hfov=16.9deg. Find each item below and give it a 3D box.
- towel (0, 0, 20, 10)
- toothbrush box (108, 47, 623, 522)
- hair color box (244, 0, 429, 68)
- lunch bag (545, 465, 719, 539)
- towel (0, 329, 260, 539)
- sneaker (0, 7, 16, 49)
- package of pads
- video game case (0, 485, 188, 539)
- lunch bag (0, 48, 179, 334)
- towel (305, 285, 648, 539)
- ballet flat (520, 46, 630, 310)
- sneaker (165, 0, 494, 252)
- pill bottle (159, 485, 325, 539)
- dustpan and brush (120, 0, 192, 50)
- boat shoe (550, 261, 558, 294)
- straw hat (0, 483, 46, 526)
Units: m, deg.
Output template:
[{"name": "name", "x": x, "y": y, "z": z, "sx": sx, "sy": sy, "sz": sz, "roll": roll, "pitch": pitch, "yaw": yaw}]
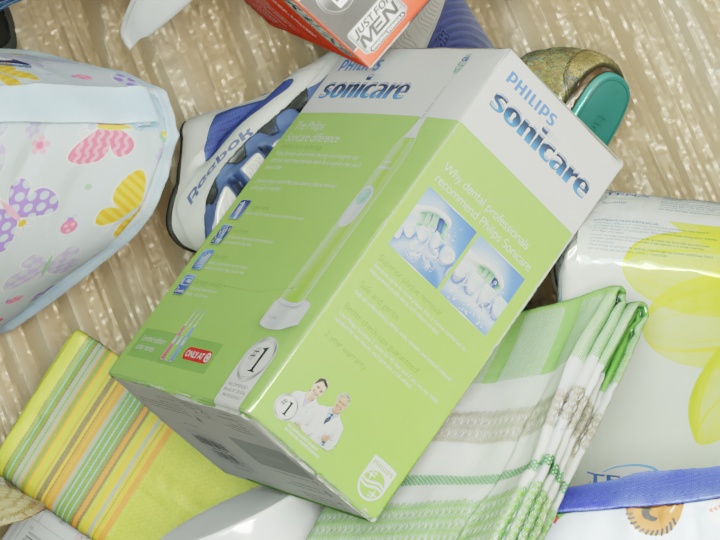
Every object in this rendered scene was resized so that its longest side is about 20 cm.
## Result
[{"name": "towel", "x": -0.195, "y": -0.162, "z": 1.204, "sx": 0.200, "sy": 0.049, "sz": 0.112, "roll": -20, "pitch": 35, "yaw": 14}, {"name": "toothbrush box", "x": 0.000, "y": 0.000, "z": 1.091, "sx": 0.086, "sy": 0.146, "sz": 0.200, "roll": 42, "pitch": 74, "yaw": -26}, {"name": "hair color box", "x": -0.009, "y": -0.164, "z": 1.185, "sx": 0.061, "sy": 0.200, "sz": 0.102, "roll": 41, "pitch": 89, "yaw": -18}, {"name": "lunch bag", "x": 0.145, "y": 0.168, "z": 1.068, "sx": 0.170, "sy": 0.200, "sz": 0.124, "roll": -7, "pitch": 39, "yaw": 13}, {"name": "towel", "x": -0.086, "y": 0.117, "z": 1.214, "sx": 0.200, "sy": 0.018, "sz": 0.086, "roll": 33, "pitch": 92, "yaw": 14}, {"name": "sneaker", "x": -0.263, "y": -0.173, "z": 1.297, "sx": 0.073, "sy": 0.082, "sz": 0.200, "roll": -43, "pitch": 75, "yaw": -1}, {"name": "package of pads", "x": 0.165, "y": 0.062, "z": 1.117, "sx": 0.154, "sy": 0.068, "sz": 0.200, "roll": 7, "pitch": 124, "yaw": 12}, {"name": "video game case", "x": -0.088, "y": 0.154, "z": 1.226, "sx": 0.182, "sy": 0.024, "sz": 0.200, "roll": 32, "pitch": 86, "yaw": 15}, {"name": "lunch bag", "x": -0.206, "y": -0.046, "z": 1.176, "sx": 0.200, "sy": 0.170, "sz": 0.127, "roll": -31, "pitch": 71, "yaw": 44}, {"name": "towel", "x": 0.030, "y": 0.093, "z": 1.034, "sx": 0.149, "sy": 0.031, "sz": 0.200, "roll": -11, "pitch": 42, "yaw": 49}, {"name": "ballet flat", "x": 0.065, "y": -0.024, "z": 1.215, "sx": 0.071, "sy": 0.071, "sz": 0.200, "roll": 27, "pitch": 86, "yaw": 15}, {"name": "sneaker", "x": -0.031, "y": -0.073, "z": 1.223, "sx": 0.199, "sy": 0.081, "sz": 0.115, "roll": -43, "pitch": 28, "yaw": -25}, {"name": "pill bottle", "x": -0.020, "y": 0.202, "z": 1.128, "sx": 0.112, "sy": 0.112, "sz": 0.200, "roll": -24, "pitch": 94, "yaw": 6}, {"name": "dustpan and brush", "x": -0.055, "y": -0.204, "z": 1.172, "sx": 0.057, "sy": 0.200, "sz": 0.140, "roll": 40, "pitch": 51, "yaw": -18}, {"name": "boat shoe", "x": 0.187, "y": 0.026, "z": 1.179, "sx": 0.200, "sy": 0.062, "sz": 0.075, "roll": 19, "pitch": 78, "yaw": 1}, {"name": "straw hat", "x": -0.253, "y": 0.079, "z": 1.178, "sx": 0.201, "sy": 0.201, "sz": 0.085, "roll": -1, "pitch": 91, "yaw": 11}]
